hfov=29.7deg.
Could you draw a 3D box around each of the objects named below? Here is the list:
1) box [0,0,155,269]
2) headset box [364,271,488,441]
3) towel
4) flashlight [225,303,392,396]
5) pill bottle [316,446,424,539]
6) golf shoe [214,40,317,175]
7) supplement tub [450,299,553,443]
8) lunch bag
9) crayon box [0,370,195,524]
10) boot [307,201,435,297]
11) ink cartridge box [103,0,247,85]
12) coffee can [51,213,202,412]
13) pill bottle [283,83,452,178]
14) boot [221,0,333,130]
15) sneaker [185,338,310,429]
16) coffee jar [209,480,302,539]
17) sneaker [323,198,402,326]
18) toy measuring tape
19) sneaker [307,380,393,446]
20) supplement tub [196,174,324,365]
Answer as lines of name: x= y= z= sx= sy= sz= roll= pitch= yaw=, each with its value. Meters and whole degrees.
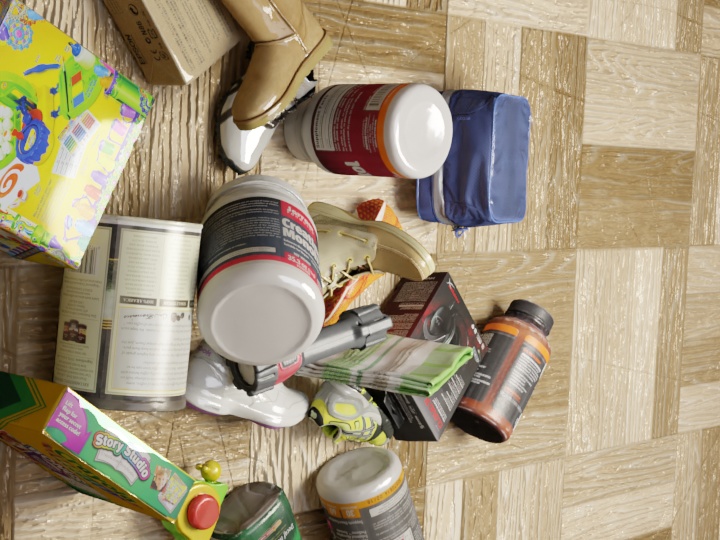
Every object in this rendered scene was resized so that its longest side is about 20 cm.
box: x=-0.345 y=-0.135 z=1.359 sx=0.193 sy=0.122 sz=0.200 roll=36 pitch=71 yaw=-42
headset box: x=0.078 y=0.122 z=1.828 sx=0.200 sy=0.077 sz=0.149 roll=-57 pitch=130 yaw=-39
towel: x=0.022 y=0.104 z=1.679 sx=0.149 sy=0.199 sz=0.031 roll=-37 pitch=130 yaw=-59
flashlight: x=-0.061 y=0.089 z=1.607 sx=0.200 sy=0.068 sz=0.068 roll=-19 pitch=146 yaw=-38
pill bottle: x=0.021 y=0.343 z=1.790 sx=0.116 sy=0.116 sz=0.200 roll=-34 pitch=117 yaw=-37
golf shoe: x=-0.106 y=-0.208 z=1.612 sx=0.078 sy=0.094 sz=0.200 roll=27 pitch=78 yaw=-45
supplement tub: x=0.208 y=0.141 z=1.960 sx=0.107 sy=0.107 sz=0.200 roll=48 pitch=63 yaw=-37
lunch bag: x=0.146 y=-0.145 z=1.848 sx=0.136 sy=0.132 sz=0.201 roll=0 pitch=94 yaw=-61
crayon box: x=-0.297 y=0.181 z=1.411 sx=0.200 sy=0.172 sz=0.058 roll=44 pitch=64 yaw=-38
boot: x=-0.024 y=0.005 z=1.650 sx=0.156 sy=0.200 sz=0.073 roll=-51 pitch=147 yaw=-26
ink cartridge box: x=-0.206 y=-0.332 z=1.508 sx=0.165 sy=0.075 sz=0.200 roll=-47 pitch=125 yaw=-32
coffee can: x=-0.251 y=0.042 z=1.459 sx=0.146 sy=0.146 sz=0.201 roll=5 pitch=91 yaw=-45
pill bottle: x=0.004 y=-0.171 z=1.650 sx=0.113 sy=0.200 sz=0.113 roll=-7 pitch=100 yaw=-44
boot: x=-0.132 y=-0.281 z=1.499 sx=0.200 sy=0.066 sz=0.175 roll=54 pitch=54 yaw=-33
sneaker: x=-0.127 y=0.133 z=1.634 sx=0.200 sy=0.075 sz=0.100 roll=18 pitch=96 yaw=-45
coffee jar: x=-0.110 y=0.367 z=1.684 sx=0.104 sy=0.085 sz=0.200 roll=-41 pitch=123 yaw=-34
sneaker: x=0.000 y=0.000 z=1.757 sx=0.077 sy=0.073 sz=0.200 roll=48 pitch=62 yaw=-33
toy measuring tape: x=-0.215 y=0.312 z=1.584 sx=0.074 sy=0.073 sz=0.200 roll=37 pitch=69 yaw=-41
sneaker: x=-0.018 y=0.188 z=1.754 sx=0.076 sy=0.075 sz=0.200 roll=-46 pitch=148 yaw=-6
supplement tub: x=-0.115 y=-0.003 z=1.535 sx=0.140 sy=0.140 sz=0.200 roll=53 pitch=17 yaw=-35
